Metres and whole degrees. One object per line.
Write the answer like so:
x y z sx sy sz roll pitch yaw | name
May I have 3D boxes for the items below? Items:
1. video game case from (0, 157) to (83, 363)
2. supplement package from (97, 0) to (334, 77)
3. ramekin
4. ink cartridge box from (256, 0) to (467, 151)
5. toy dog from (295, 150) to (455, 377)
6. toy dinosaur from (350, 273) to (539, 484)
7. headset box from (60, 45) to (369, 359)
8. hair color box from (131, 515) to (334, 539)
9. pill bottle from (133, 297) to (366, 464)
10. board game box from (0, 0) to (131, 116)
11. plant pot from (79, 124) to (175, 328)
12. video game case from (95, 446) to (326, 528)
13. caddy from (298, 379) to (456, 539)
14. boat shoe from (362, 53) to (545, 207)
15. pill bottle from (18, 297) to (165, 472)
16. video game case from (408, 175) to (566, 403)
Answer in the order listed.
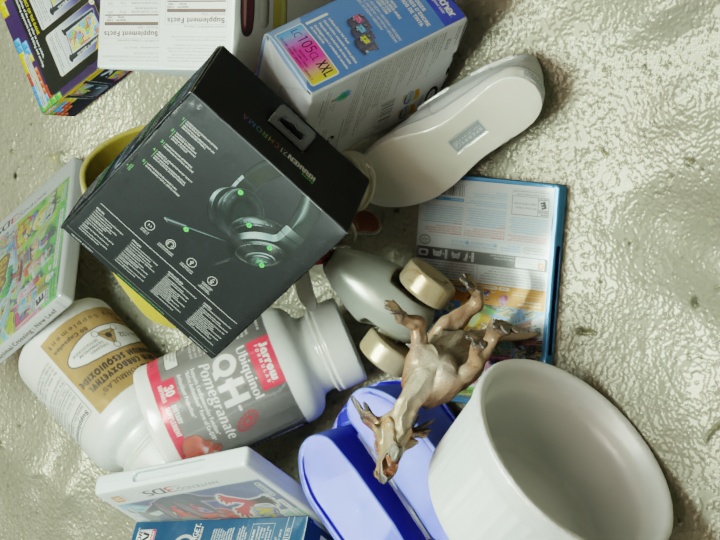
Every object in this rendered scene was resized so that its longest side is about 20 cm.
-0.346 0.004 1.893 0.182 0.022 0.201 -37 36 29 | video game case
-0.114 -0.229 1.690 0.154 0.199 0.112 5 94 33 | supplement package
0.151 0.180 1.540 0.201 0.199 0.098 53 125 20 | ramekin
0.009 -0.180 1.620 0.077 0.199 0.137 55 156 18 | ink cartridge box
0.000 0.000 1.649 0.131 0.096 0.201 -34 83 11 | toy dog
0.063 0.088 1.575 0.086 0.199 0.137 37 124 24 | toy dinosaur
-0.115 -0.059 1.547 0.174 0.093 0.200 40 122 -11 | headset box
-0.109 0.271 1.700 0.198 0.100 0.061 -7 55 32 | hair color box
-0.099 0.102 1.714 0.198 0.111 0.112 -24 77 1 | pill bottle
-0.287 -0.284 1.889 0.165 0.057 0.202 -31 75 28 | board game box
-0.161 -0.032 1.755 0.199 0.199 0.143 25 129 30 | plant pot
-0.115 0.227 1.722 0.181 0.200 0.023 -14 52 33 | video game case
0.039 0.192 1.663 0.141 0.105 0.201 -44 68 19 | caddy
0.078 -0.128 1.649 0.072 0.069 0.199 43 121 -16 | boat shoe
-0.236 0.132 1.837 0.200 0.114 0.115 44 114 24 | pill bottle
0.110 0.019 1.662 0.142 0.018 0.203 7 96 32 | video game case
